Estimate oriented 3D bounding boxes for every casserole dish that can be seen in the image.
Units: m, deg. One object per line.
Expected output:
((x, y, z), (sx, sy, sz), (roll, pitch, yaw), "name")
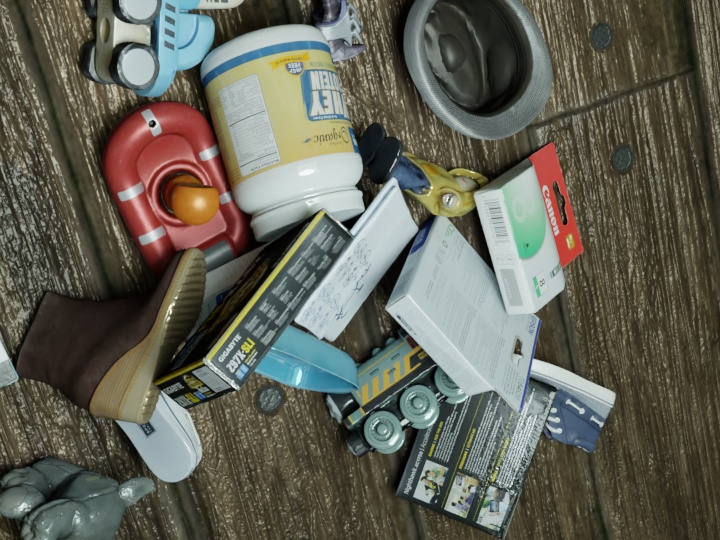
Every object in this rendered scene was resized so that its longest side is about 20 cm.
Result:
((-0.084, 0.096, 1.216), (0.200, 0.121, 0.039), (29, 65, -44), "casserole dish")

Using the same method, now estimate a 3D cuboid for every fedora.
((0.126, -0.252, 1.274), (0.177, 0.090, 0.200), (-46, 106, -13), "fedora")

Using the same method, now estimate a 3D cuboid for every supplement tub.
((-0.080, -0.144, 1.140), (0.144, 0.145, 0.201), (-15, 86, -22), "supplement tub")

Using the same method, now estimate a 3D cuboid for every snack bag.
((0.000, 0.000, 1.225), (0.021, 0.200, 0.189), (35, 84, 16), "snack bag")

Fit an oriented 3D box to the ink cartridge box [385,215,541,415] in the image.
((0.128, 0.054, 1.274), (0.041, 0.200, 0.200), (-36, 105, 32), "ink cartridge box")

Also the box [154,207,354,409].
((-0.107, 0.041, 1.059), (0.049, 0.160, 0.200), (42, 63, -10), "box")

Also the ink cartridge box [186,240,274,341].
((-0.114, 0.014, 1.212), (0.199, 0.037, 0.095), (-25, 152, -18), "ink cartridge box")

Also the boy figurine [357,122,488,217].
((0.084, -0.106, 1.267), (0.199, 0.124, 0.065), (18, 110, -43), "boy figurine")

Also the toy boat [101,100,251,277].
((-0.188, -0.081, 1.135), (0.130, 0.131, 0.201), (-30, 111, -17), "toy boat")

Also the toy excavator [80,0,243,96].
((-0.185, -0.282, 1.132), (0.199, 0.100, 0.196), (-4, 103, -38), "toy excavator")

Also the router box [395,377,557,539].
((0.147, 0.217, 1.353), (0.148, 0.051, 0.201), (21, 90, 9), "router box")

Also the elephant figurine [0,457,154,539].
((-0.334, 0.316, 1.157), (0.141, 0.154, 0.202), (-29, 132, -64), "elephant figurine")

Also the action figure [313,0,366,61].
((-0.044, -0.335, 1.167), (0.069, 0.130, 0.201), (-22, 125, -7), "action figure")

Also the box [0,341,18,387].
((-0.430, 0.037, 1.088), (0.082, 0.049, 0.201), (-25, 109, -19), "box")

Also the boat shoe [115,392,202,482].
((-0.243, 0.141, 1.187), (0.073, 0.065, 0.201), (-27, 91, 12), "boat shoe")

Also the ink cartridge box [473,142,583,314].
((0.230, -0.058, 1.335), (0.200, 0.050, 0.162), (-32, 110, -42), "ink cartridge box")

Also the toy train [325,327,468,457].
((0.053, 0.139, 1.302), (0.199, 0.085, 0.114), (-36, 74, -2), "toy train")

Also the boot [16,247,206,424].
((-0.263, 0.048, 1.118), (0.165, 0.072, 0.201), (21, 86, 18), "boot")

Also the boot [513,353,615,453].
((0.256, 0.178, 1.423), (0.199, 0.073, 0.091), (24, 83, -27), "boot")
